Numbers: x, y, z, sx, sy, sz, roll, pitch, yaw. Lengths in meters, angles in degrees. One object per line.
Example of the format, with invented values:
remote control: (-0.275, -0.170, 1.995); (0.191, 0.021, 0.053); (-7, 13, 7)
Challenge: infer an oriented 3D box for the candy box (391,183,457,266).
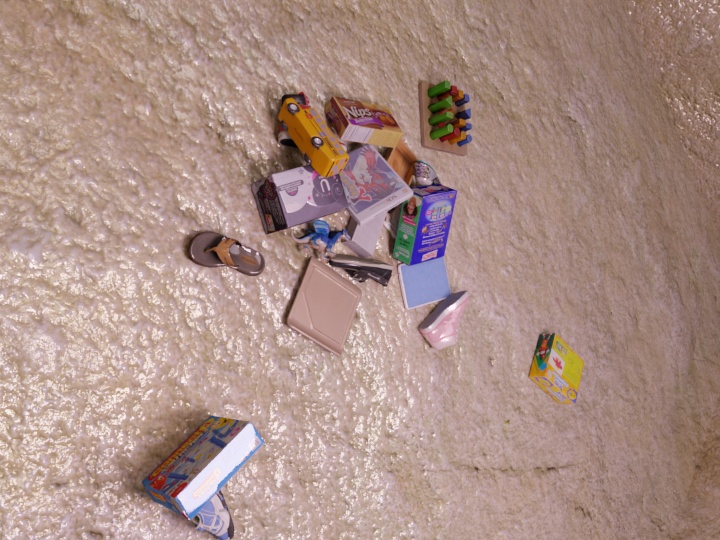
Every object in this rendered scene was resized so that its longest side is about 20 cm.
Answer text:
candy box: (0.182, -0.131, 1.715); (0.167, 0.076, 0.205); (-15, 121, -45)

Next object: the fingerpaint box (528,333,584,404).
fingerpaint box: (0.687, 0.345, 2.121); (0.199, 0.073, 0.170); (38, 61, -28)

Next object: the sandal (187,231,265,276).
sandal: (-0.297, -0.036, 1.385); (0.197, 0.054, 0.084); (22, 70, -35)

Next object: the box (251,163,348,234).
box: (-0.146, -0.185, 1.490); (0.197, 0.113, 0.136); (-22, 98, -39)

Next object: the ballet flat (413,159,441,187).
ballet flat: (0.196, -0.253, 1.770); (0.200, 0.070, 0.074); (32, 61, -65)

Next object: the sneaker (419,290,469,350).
sneaker: (0.265, 0.153, 1.800); (0.199, 0.075, 0.106); (-41, 106, -25)

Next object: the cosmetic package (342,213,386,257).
cosmetic package: (0.021, -0.145, 1.660); (0.082, 0.050, 0.204); (35, 62, -32)

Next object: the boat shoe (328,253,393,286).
boat shoe: (0.000, 0.000, 1.615); (0.196, 0.072, 0.069); (12, 102, -32)

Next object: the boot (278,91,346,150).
boot: (-0.117, -0.381, 1.571); (0.196, 0.072, 0.149); (11, 75, -34)

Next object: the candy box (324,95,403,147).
candy box: (0.011, -0.404, 1.655); (0.196, 0.057, 0.118); (1, 50, -40)

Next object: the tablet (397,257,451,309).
tablet: (0.192, 0.033, 1.799); (0.197, 0.013, 0.134); (-12, 91, -40)

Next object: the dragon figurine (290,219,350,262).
dragon figurine: (-0.109, -0.088, 1.534); (0.197, 0.058, 0.102); (21, 53, -37)

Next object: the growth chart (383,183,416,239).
growth chart: (0.147, -0.156, 1.786); (0.146, 0.018, 0.201); (53, 55, -21)

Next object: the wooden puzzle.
wooden puzzle: (-0.092, 0.093, 1.551); (0.183, 0.037, 0.204); (35, 59, -30)

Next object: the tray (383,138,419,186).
tray: (0.104, -0.285, 1.722); (0.099, 0.037, 0.202); (45, 42, -21)

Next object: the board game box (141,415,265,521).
board game box: (-0.318, 0.386, 1.220); (0.200, 0.194, 0.057); (-43, 109, -35)

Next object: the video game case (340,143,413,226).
video game case: (0.012, -0.230, 1.590); (0.180, 0.023, 0.201); (-30, 67, -23)

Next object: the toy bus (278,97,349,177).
toy bus: (-0.116, -0.323, 1.459); (0.077, 0.065, 0.202); (-24, 72, -38)

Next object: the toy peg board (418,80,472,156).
toy peg board: (0.287, -0.482, 1.894); (0.195, 0.097, 0.206); (3, 83, -38)

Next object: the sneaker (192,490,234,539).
sneaker: (-0.312, 0.503, 1.257); (0.076, 0.076, 0.204); (-24, 133, -20)
